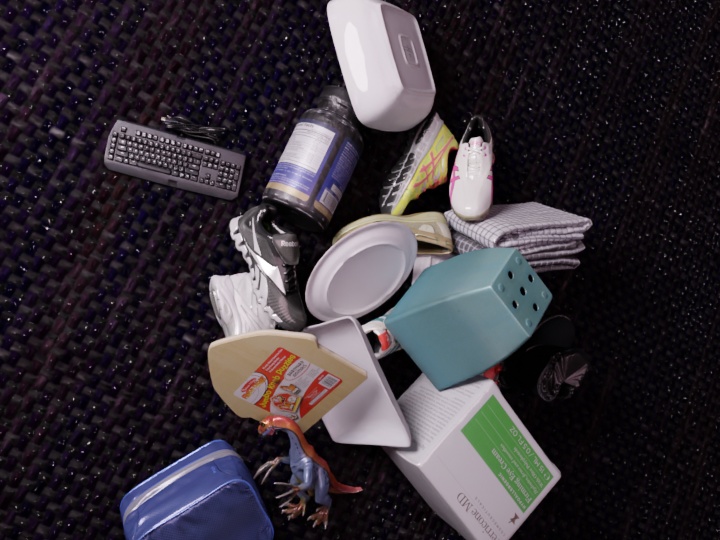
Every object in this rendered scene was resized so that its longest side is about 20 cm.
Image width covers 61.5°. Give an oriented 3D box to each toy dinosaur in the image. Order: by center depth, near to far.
[{"bbox_3d":[-0.090,0.286,0.906,0.198,0.103,0.186,-21,115,-52],"label":"toy dinosaur"}]

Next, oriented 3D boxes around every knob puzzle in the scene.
[{"bbox_3d":[-0.118,0.141,0.834,0.216,0.221,0.031,23,37,-17],"label":"knob puzzle"}]

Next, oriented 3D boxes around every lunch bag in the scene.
[{"bbox_3d":[-0.236,0.347,0.841,0.197,0.132,0.139,-26,113,-19],"label":"lunch bag"}]

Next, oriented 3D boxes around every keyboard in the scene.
[{"bbox_3d":[-0.267,-0.177,0.890,0.196,0.039,0.107,12,85,-20],"label":"keyboard"}]

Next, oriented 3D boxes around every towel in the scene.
[{"bbox_3d":[0.257,-0.055,1.011,0.195,0.165,0.088,-7,110,-21],"label":"towel"}]

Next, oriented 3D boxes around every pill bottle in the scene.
[{"bbox_3d":[-0.061,-0.172,0.927,0.110,0.111,0.203,28,79,-17],"label":"pill bottle"}]

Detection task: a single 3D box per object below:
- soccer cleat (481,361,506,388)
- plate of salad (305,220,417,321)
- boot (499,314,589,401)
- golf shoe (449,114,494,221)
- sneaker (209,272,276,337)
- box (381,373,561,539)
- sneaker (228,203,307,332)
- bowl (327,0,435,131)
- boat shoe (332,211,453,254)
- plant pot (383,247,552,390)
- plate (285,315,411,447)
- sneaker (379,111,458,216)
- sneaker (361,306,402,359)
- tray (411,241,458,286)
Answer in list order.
[{"bbox_3d":[0.225,0.114,1.051,0.203,0.083,0.069,-65,150,-26],"label":"soccer cleat"},{"bbox_3d":[0.000,0.000,0.931,0.196,0.048,0.203,-22,141,-19],"label":"plate of salad"},{"bbox_3d":[0.337,0.148,1.036,0.198,0.168,0.078,-31,98,-19],"label":"boot"},{"bbox_3d":[0.181,-0.168,0.988,0.071,0.093,0.203,-1,48,15],"label":"golf shoe"},{"bbox_3d":[-0.157,0.097,0.905,0.097,0.078,0.205,-15,95,-23],"label":"sneaker"},{"bbox_3d":[0.157,0.284,0.949,0.171,0.199,0.200,-41,103,-14],"label":"box"},{"bbox_3d":[-0.120,-0.010,0.883,0.066,0.090,0.203,-8,67,-58],"label":"sneaker"},{"bbox_3d":[0.047,-0.325,0.938,0.199,0.073,0.205,-17,92,-58],"label":"bowl"},{"bbox_3d":[0.054,-0.046,0.975,0.196,0.074,0.064,-6,63,-17],"label":"boat shoe"},{"bbox_3d":[0.164,0.059,0.877,0.142,0.199,0.142,49,54,-7],"label":"plant pot"},{"bbox_3d":[-0.019,0.164,0.897,0.032,0.198,0.203,-29,98,-37],"label":"plate"},{"bbox_3d":[0.105,-0.160,1.008,0.090,0.078,0.203,35,79,-22],"label":"sneaker"},{"bbox_3d":[0.043,0.107,0.967,0.196,0.093,0.072,-21,96,-19],"label":"sneaker"},{"bbox_3d":[0.131,0.045,1.000,0.106,0.022,0.204,22,61,-27],"label":"tray"}]
